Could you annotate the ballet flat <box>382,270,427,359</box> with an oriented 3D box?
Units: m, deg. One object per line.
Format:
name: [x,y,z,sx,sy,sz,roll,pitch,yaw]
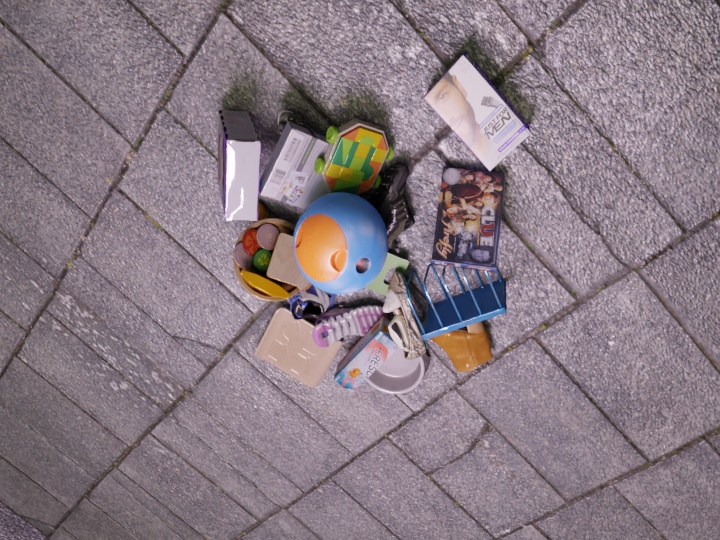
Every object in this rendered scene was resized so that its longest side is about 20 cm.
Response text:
ballet flat: [0.092,0.107,1.222,0.074,0.068,0.206,-20,93,-23]

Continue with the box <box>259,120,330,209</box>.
box: [-0.099,-0.206,1.136,0.196,0.042,0.158,14,120,-35]

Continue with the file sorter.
file sorter: [0.213,0.041,1.201,0.196,0.139,0.125,-22,107,23]

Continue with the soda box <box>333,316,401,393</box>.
soda box: [0.017,0.207,1.305,0.063,0.069,0.201,35,119,-10]

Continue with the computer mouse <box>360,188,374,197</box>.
computer mouse: [-0.005,-0.161,1.214,0.057,0.034,0.204,22,114,-8]

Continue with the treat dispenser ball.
treat dispenser ball: [-0.040,-0.055,1.094,0.194,0.202,0.206,6,119,11]

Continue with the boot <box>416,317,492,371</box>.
boot: [0.214,0.183,1.298,0.195,0.071,0.148,-14,109,13]

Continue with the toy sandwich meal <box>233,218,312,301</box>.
toy sandwich meal: [-0.186,-0.024,1.200,0.199,0.070,0.212,2,82,-16]

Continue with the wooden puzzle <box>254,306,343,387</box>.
wooden puzzle: [-0.165,0.202,1.434,0.196,0.047,0.187,28,121,-7]

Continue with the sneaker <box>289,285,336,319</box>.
sneaker: [-0.154,0.049,1.308,0.197,0.116,0.081,33,119,-5]

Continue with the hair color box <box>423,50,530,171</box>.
hair color box: [0.230,-0.311,1.054,0.200,0.065,0.109,44,119,-9]

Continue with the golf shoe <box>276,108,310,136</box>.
golf shoe: [-0.120,-0.267,1.167,0.076,0.095,0.202,-30,134,-4]

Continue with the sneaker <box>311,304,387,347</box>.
sneaker: [-0.031,0.121,1.340,0.194,0.089,0.083,-15,115,-4]

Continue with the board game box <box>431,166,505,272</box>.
board game box: [0.223,-0.107,1.106,0.131,0.035,0.207,7,77,10]

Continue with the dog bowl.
dog bowl: [0.083,0.230,1.376,0.194,0.059,0.206,6,119,12]

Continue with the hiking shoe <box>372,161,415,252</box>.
hiking shoe: [0.078,-0.139,1.184,0.098,0.076,0.204,7,119,-24]

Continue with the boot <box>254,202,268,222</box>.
boot: [-0.179,-0.066,1.282,0.140,0.071,0.208,-6,81,-17]

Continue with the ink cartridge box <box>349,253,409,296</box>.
ink cartridge box: [0.000,0.000,1.261,0.195,0.049,0.147,24,137,2]

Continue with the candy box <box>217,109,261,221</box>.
candy box: [-0.262,-0.227,1.140,0.069,0.201,0.172,-2,122,-19]

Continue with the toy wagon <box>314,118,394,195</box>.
toy wagon: [-0.020,-0.211,1.117,0.151,0.040,0.203,8,122,-32]
